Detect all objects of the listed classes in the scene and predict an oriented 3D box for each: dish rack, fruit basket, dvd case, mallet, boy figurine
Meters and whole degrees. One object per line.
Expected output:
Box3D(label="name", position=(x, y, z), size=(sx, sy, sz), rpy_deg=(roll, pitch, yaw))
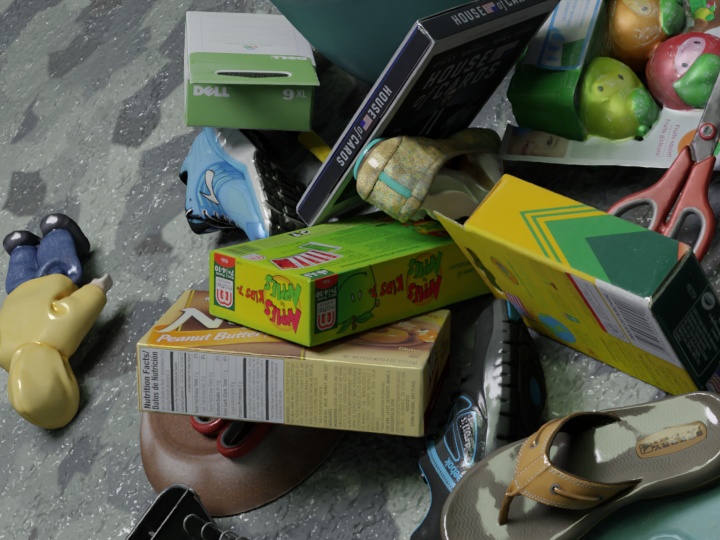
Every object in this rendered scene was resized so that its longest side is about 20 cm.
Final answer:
Box3D(label="dish rack", position=(-0.106, 0.238, 1.223), size=(0.200, 0.055, 0.154), rpy_deg=(13, 63, 51))
Box3D(label="fruit basket", position=(0.213, -0.153, 1.322), size=(0.199, 0.094, 0.186), rpy_deg=(1, 55, 31))
Box3D(label="dvd case", position=(0.048, -0.120, 1.300), size=(0.150, 0.200, 0.025), rpy_deg=(-26, 71, -43))
Box3D(label="mallet", position=(-0.034, -0.115, 1.505), size=(0.066, 0.041, 0.200), rpy_deg=(-36, 38, 2))
Box3D(label="boy figurine", position=(-0.258, 0.042, 1.502), size=(0.124, 0.064, 0.201), rpy_deg=(-25, 45, 15))

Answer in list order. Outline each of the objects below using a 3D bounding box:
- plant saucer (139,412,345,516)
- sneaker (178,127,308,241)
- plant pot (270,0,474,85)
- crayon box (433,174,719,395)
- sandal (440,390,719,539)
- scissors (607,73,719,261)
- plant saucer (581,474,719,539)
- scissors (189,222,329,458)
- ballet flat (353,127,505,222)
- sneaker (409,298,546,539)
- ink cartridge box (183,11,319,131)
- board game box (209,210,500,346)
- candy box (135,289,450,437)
Box3D(label="plant saucer", position=(-0.090, 0.089, 1.367), size=(0.199, 0.037, 0.201), rpy_deg=(-19, 47, 21))
Box3D(label="sneaker", position=(-0.096, -0.052, 1.479), size=(0.090, 0.078, 0.200), rpy_deg=(-49, 35, 11))
Box3D(label="plant pot", position=(0.029, -0.243, 1.473), size=(0.200, 0.161, 0.201), rpy_deg=(-18, 47, 21))
Box3D(label="crayon box", position=(0.152, 0.009, 1.199), size=(0.200, 0.127, 0.051), rpy_deg=(26, 71, 44))
Box3D(label="sandal", position=(0.138, 0.121, 1.102), size=(0.199, 0.055, 0.082), rpy_deg=(-20, 55, 11))
Box3D(label="scissors", position=(0.239, -0.080, 1.236), size=(0.073, 0.014, 0.200), rpy_deg=(36, 94, 23))
Box3D(label="plant saucer", position=(0.188, 0.184, 1.093), size=(0.199, 0.036, 0.201), rpy_deg=(-18, 47, 20))
Box3D(label="scissors", position=(-0.055, 0.051, 1.341), size=(0.073, 0.014, 0.200), rpy_deg=(18, 65, 43))
Box3D(label="ballet flat", position=(0.066, -0.064, 1.312), size=(0.070, 0.200, 0.071), rpy_deg=(3, 95, 29))
Box3D(label="sneaker", position=(0.075, 0.106, 1.209), size=(0.082, 0.073, 0.201), rpy_deg=(-12, 48, 26))
Box3D(label="ink cartridge box", position=(-0.092, -0.156, 1.479), size=(0.103, 0.060, 0.200), rpy_deg=(2, 23, -7))
Box3D(label="board game box", position=(0.000, 0.000, 1.281), size=(0.101, 0.048, 0.199), rpy_deg=(16, 22, 41))
Box3D(label="candy box", position=(-0.043, 0.062, 1.254), size=(0.199, 0.056, 0.115), rpy_deg=(4, 18, 11))
